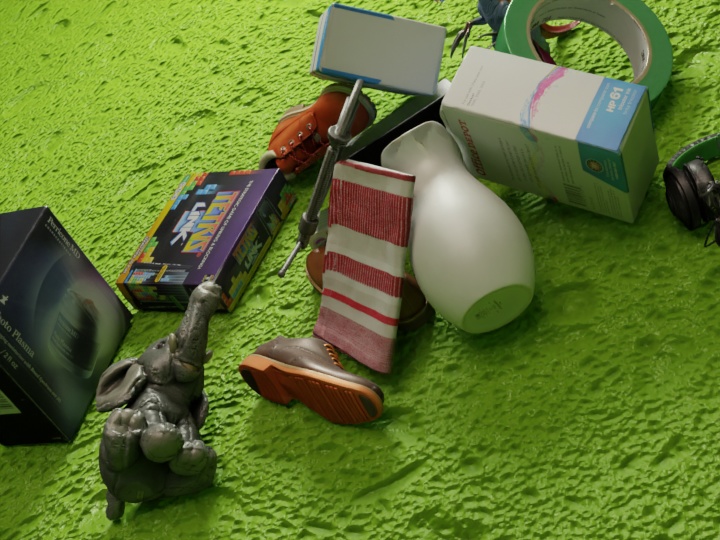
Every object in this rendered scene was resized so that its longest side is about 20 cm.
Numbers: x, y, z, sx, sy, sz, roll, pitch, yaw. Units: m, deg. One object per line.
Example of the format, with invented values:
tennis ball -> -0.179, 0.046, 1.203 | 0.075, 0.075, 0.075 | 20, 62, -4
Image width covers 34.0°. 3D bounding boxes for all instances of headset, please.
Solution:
headset -> 0.353, -0.092, 1.147 | 0.122, 0.095, 0.201 | -11, 31, 25

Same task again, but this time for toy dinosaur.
toy dinosaur -> 0.164, -0.312, 1.441 | 0.104, 0.183, 0.201 | 1, 44, 40

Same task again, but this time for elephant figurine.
elephant figurine -> -0.211, 0.136, 1.258 | 0.152, 0.143, 0.202 | -8, 48, 5

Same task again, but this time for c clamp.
c clamp -> -0.036, -0.111, 1.332 | 0.027, 0.202, 0.172 | 21, 34, 1

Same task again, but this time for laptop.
laptop -> 0.050, -0.187, 1.440 | 0.186, 0.117, 0.201 | -32, 38, -2

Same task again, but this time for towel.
towel -> 0.002, -0.008, 1.229 | 0.022, 0.204, 0.143 | 1, 10, -33

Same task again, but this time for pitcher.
pitcher -> 0.111, -0.032, 1.225 | 0.120, 0.171, 0.202 | -33, 58, 14

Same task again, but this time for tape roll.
tape roll -> 0.252, -0.245, 1.332 | 0.197, 0.048, 0.203 | 5, 59, -8

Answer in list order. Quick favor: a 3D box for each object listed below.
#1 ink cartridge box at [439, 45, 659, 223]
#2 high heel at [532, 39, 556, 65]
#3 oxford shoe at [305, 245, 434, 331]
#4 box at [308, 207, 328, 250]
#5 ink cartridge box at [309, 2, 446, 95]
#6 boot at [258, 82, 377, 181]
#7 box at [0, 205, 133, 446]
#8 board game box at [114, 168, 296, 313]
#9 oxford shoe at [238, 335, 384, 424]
ink cartridge box -> 0.197, -0.141, 1.218 | 0.198, 0.145, 0.086 | 18, 71, 26
high heel -> 0.210, -0.174, 1.331 | 0.066, 0.096, 0.202 | -13, 41, 21
oxford shoe -> 0.000, 0.000, 1.308 | 0.199, 0.072, 0.071 | 20, 62, 47
box -> 0.028, -0.076, 1.396 | 0.198, 0.039, 0.042 | -24, 37, 10
ink cartridge box -> 0.016, -0.271, 1.465 | 0.142, 0.086, 0.200 | 10, 7, -8
boot -> -0.058, -0.168, 1.504 | 0.199, 0.075, 0.108 | -19, 32, 53
box -> -0.398, 0.066, 1.399 | 0.122, 0.201, 0.200 | -7, 44, 28
board game box -> -0.195, -0.040, 1.494 | 0.163, 0.057, 0.202 | -2, 47, 35
oxford shoe -> -0.043, 0.103, 1.225 | 0.198, 0.072, 0.073 | 13, 50, 42
